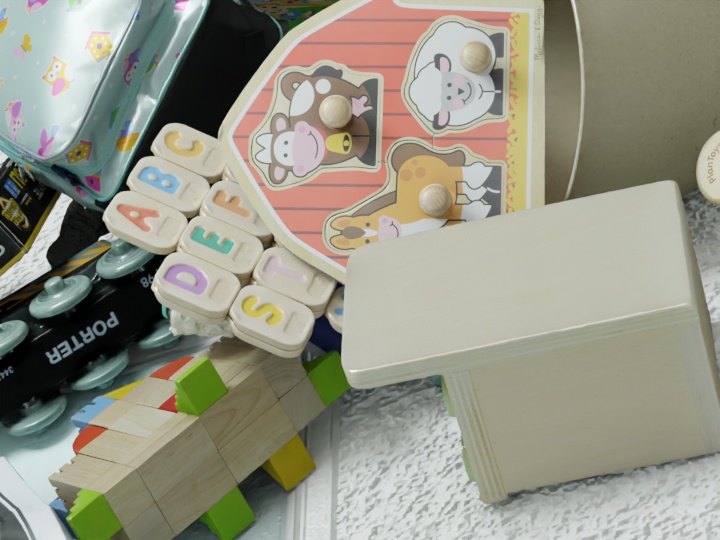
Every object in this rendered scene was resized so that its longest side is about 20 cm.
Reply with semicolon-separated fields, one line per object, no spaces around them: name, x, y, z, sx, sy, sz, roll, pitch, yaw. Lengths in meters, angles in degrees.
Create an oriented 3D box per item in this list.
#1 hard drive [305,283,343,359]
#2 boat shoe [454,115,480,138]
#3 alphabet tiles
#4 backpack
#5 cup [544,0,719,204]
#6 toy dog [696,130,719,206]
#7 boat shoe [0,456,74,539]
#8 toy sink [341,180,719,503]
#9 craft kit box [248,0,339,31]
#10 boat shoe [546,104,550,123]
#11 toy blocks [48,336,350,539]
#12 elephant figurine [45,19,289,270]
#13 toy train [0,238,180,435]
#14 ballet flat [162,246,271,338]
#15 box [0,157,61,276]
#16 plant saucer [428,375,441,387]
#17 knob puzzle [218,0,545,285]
hard drive;0.000;0.000;1.569;0.132;0.025;0.200;-35;32;-17
boat shoe;0.053;-0.120;1.556;0.074;0.093;0.200;-12;48;-20
alphabet tiles;-0.051;-0.025;1.488;0.195;0.015;0.200;24;40;4
backpack;-0.178;-0.135;1.641;0.200;0.153;0.176;25;92;49
cup;0.169;-0.118;1.539;0.142;0.201;0.200;-2;27;-16
toy dog;0.288;-0.045;1.404;0.131;0.097;0.200;4;-16;-27
boat shoe;-0.207;0.170;1.433;0.068;0.074;0.199;-33;30;-13
toy sink;0.100;0.047;1.381;0.199;0.112;0.131;-12;32;9
craft kit box;-0.057;-0.220;1.774;0.196;0.200;0.049;-1;78;6
boat shoe;0.161;-0.142;1.677;0.200;0.062;0.073;-39;34;-24
toy blocks;-0.121;0.103;1.479;0.200;0.100;0.136;-39;22;-26
elephant figurine;-0.139;-0.087;1.761;0.141;0.155;0.201;16;39;-18
toy train;-0.201;0.037;1.634;0.200;0.085;0.114;-34;23;-16
ballet flat;-0.071;-0.007;1.538;0.071;0.072;0.200;-12;22;18
box;-0.302;0.010;1.671;0.200;0.049;0.160;-40;11;12
plant saucer;0.032;0.020;1.559;0.070;0.019;0.200;-31;32;-12
knob puzzle;0.012;-0.081;1.456;0.219;0.221;0.030;-23;-12;1
